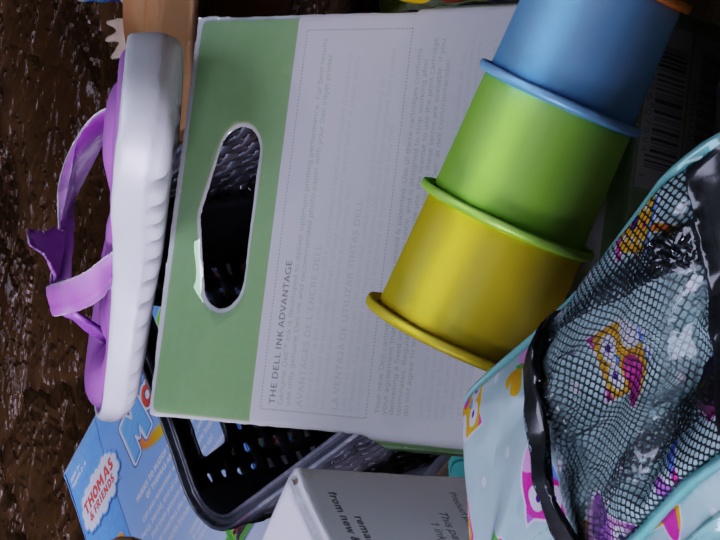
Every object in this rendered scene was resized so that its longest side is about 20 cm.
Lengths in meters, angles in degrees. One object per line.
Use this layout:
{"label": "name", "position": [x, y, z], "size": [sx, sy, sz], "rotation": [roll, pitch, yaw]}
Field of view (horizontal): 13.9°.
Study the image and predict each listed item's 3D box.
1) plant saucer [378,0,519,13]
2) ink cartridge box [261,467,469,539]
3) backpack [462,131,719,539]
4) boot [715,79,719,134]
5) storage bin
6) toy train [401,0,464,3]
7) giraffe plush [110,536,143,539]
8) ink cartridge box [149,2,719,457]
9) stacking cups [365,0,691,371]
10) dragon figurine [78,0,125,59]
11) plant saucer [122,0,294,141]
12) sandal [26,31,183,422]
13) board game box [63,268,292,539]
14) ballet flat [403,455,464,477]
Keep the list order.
{"label": "plant saucer", "position": [0.053, -0.183, 1.108], "size": [0.200, 0.048, 0.201], "rotation": [-35, 57, 53]}
{"label": "ink cartridge box", "position": [0.054, 0.146, 0.921], "size": [0.146, 0.199, 0.084], "rotation": [-66, 33, 30]}
{"label": "backpack", "position": [0.120, 0.065, 0.773], "size": [0.200, 0.175, 0.154], "rotation": [-35, 53, 58]}
{"label": "boot", "position": [0.148, -0.070, 0.913], "size": [0.204, 0.073, 0.154], "rotation": [87, -170, -50]}
{"label": "storage bin", "position": [0.000, 0.000, 1.108], "size": [0.200, 0.093, 0.136], "rotation": [-40, 67, 52]}
{"label": "toy train", "position": [0.067, -0.159, 0.993], "size": [0.199, 0.056, 0.151], "rotation": [-20, 52, 15]}
{"label": "giraffe plush", "position": [-0.105, 0.196, 1.161], "size": [0.162, 0.172, 0.201], "rotation": [-157, 85, -76]}
{"label": "ink cartridge box", "position": [0.022, -0.013, 0.976], "size": [0.199, 0.048, 0.147], "rotation": [2, 83, 44]}
{"label": "stacking cups", "position": [0.071, -0.067, 0.879], "size": [0.060, 0.060, 0.201], "rotation": [37, 103, 55]}
{"label": "dragon figurine", "position": [-0.076, -0.127, 1.310], "size": [0.200, 0.099, 0.059], "rotation": [34, 116, 35]}
{"label": "plant saucer", "position": [-0.051, -0.148, 1.144], "size": [0.200, 0.037, 0.202], "rotation": [14, -90, -82]}
{"label": "sandal", "position": [-0.095, -0.020, 1.072], "size": [0.203, 0.049, 0.083], "rotation": [105, 172, -53]}
{"label": "board game box", "position": [-0.066, 0.119, 1.289], "size": [0.152, 0.036, 0.201], "rotation": [-59, 41, 39]}
{"label": "ballet flat", "position": [0.057, 0.084, 1.045], "size": [0.200, 0.073, 0.074], "rotation": [153, 116, -67]}
